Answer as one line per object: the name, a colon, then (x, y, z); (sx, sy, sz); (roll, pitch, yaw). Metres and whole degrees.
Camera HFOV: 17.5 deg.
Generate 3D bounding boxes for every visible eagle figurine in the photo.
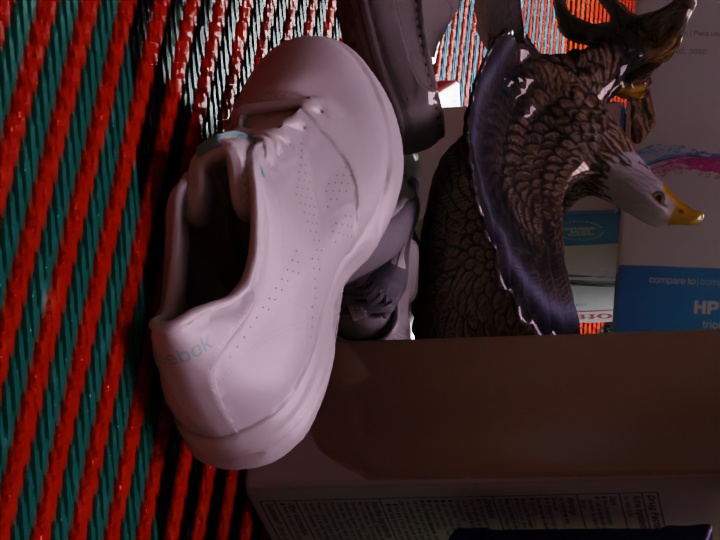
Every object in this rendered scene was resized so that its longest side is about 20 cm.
eagle figurine: (0.082, -0.042, 1.059); (0.200, 0.150, 0.152); (-50, 126, -23)

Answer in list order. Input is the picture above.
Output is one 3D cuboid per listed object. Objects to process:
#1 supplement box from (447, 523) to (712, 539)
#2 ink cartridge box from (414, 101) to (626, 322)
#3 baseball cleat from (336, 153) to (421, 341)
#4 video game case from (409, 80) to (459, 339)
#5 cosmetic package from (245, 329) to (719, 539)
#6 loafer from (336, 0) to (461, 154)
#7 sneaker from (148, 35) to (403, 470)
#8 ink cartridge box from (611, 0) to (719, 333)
supplement box: (0.084, 0.208, 0.899); (0.109, 0.108, 0.202); (-33, 120, -76)
ink cartridge box: (0.102, -0.021, 1.309); (0.200, 0.115, 0.067); (60, 30, -65)
baseball cleat: (0.000, 0.000, 1.022); (0.200, 0.069, 0.107); (-53, 139, -71)
video game case: (0.036, -0.028, 1.321); (0.200, 0.017, 0.144); (-40, 127, -75)
cosmetic package: (0.060, 0.081, 0.982); (0.105, 0.198, 0.072); (71, 21, -56)
loafer: (0.022, -0.139, 1.051); (0.070, 0.069, 0.201); (89, -6, -57)
sneaker: (-0.036, -0.030, 0.872); (0.089, 0.075, 0.201); (60, 29, -42)
ink cartridge box: (0.184, -0.028, 1.230); (0.145, 0.084, 0.202); (57, 35, -67)
